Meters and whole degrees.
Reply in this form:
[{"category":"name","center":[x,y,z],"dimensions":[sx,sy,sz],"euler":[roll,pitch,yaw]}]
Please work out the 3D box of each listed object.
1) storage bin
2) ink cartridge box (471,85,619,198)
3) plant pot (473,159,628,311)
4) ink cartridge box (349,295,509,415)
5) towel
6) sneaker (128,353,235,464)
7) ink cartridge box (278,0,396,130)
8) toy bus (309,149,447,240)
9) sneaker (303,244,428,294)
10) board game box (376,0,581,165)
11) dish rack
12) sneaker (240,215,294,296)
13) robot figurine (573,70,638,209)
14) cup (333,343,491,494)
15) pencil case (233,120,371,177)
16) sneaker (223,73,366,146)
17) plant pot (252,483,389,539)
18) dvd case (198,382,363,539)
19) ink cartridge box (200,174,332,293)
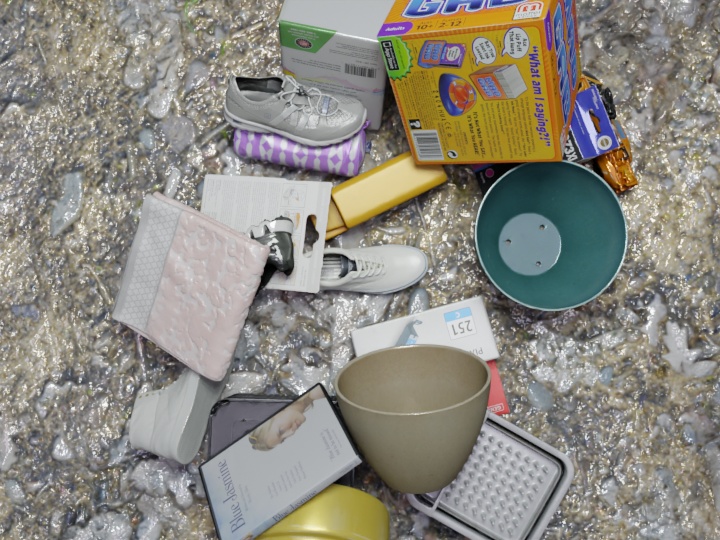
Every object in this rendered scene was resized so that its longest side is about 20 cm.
[{"category":"storage bin","center":[-0.106,0.246,1.009],"dimensions":[0.199,0.094,0.136],"euler":[1,85,2]},{"category":"ink cartridge box","center":[0.254,-0.179,1.026],"dimensions":[0.200,0.037,0.095],"euler":[-22,85,25]},{"category":"plant pot","center":[0.250,-0.042,1.004],"dimensions":[0.199,0.135,0.201],"euler":[0,86,1]},{"category":"ink cartridge box","center":[0.102,0.147,1.038],"dimensions":[0.199,0.045,0.177],"euler":[-15,84,0]},{"category":"towel","center":[-0.231,0.021,0.956],"dimensions":[0.191,0.032,0.200],"euler":[27,108,14]},{"category":"sneaker","center":[-0.261,0.167,1.027],"dimensions":[0.115,0.074,0.200],"euler":[4,59,28]},{"category":"ink cartridge box","center":[-0.029,-0.294,0.996],"dimensions":[0.144,0.200,0.084],"euler":[12,68,2]},{"category":"toy bus","center":[0.020,-0.112,1.040],"dimensions":[0.200,0.078,0.065],"euler":[-26,94,-1]},{"category":"sneaker","center":[0.000,0.000,1.038],"dimensions":[0.199,0.071,0.073],"euler":[-7,85,1]},{"category":"board game box","center":[0.165,-0.278,0.929],"dimensions":[0.199,0.200,0.200],"euler":[3,49,25]},{"category":"dish rack","center":[0.180,0.292,1.018],"dimensions":[0.200,0.044,0.172],"euler":[29,91,4]},{"category":"sneaker","center":[-0.176,-0.001,0.980],"dimensions":[0.200,0.066,0.091],"euler":[-19,73,11]},{"category":"robot figurine","center":[0.322,-0.198,1.055],"dimensions":[0.145,0.058,0.200],"euler":[-23,86,1]},{"category":"cup","center":[0.072,0.200,0.933],"dimensions":[0.200,0.200,0.144],"euler":[-6,107,1]},{"category":"pencil case","center":[-0.085,-0.192,1.049],"dimensions":[0.199,0.084,0.086],"euler":[9,115,1]},{"category":"sneaker","center":[-0.090,-0.223,0.977],"dimensions":[0.199,0.082,0.075],"euler":[4,62,-2]},{"category":"plant pot","center":[-0.066,0.394,0.908],"dimensions":[0.200,0.201,0.189],"euler":[4,51,1]},{"category":"dvd case","center":[-0.106,0.244,0.906],"dimensions":[0.200,0.143,0.018],"euler":[-35,130,-2]},{"category":"ink cartridge box","center":[-0.138,-0.052,1.035],"dimensions":[0.199,0.050,0.161],"euler":[5,84,15]}]
